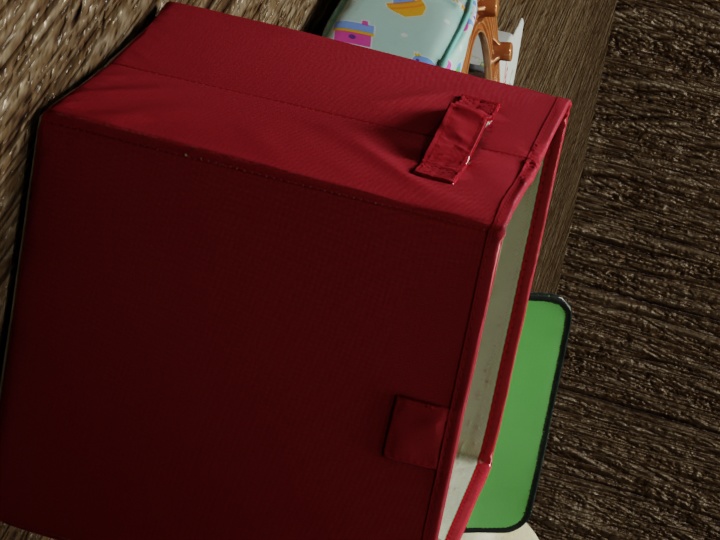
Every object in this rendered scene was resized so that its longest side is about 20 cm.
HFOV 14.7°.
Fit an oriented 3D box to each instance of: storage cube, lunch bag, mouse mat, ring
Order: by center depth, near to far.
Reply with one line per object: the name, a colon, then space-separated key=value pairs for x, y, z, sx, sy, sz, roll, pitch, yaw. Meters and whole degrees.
storage cube: x=-0.031 y=0.015 z=1.107 sx=0.171 sy=0.179 sz=0.201 roll=-58 pitch=161 yaw=-66
mouse mat: x=0.007 y=0.078 z=1.475 sx=0.008 sy=0.199 sz=0.161 roll=-110 pitch=-155 yaw=-53
lunch bag: x=-0.001 y=-0.065 z=1.542 sx=0.200 sy=0.077 sz=0.161 roll=-64 pitch=171 yaw=-49
ring: x=0.077 y=-0.086 z=1.767 sx=0.200 sy=0.019 sz=0.201 roll=3 pitch=90 yaw=-81

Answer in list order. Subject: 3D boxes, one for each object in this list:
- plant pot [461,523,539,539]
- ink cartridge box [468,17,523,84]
plant pot: x=0.020 y=0.226 z=1.696 sx=0.201 sy=0.200 sz=0.184 roll=90 pitch=22 yaw=-60
ink cartridge box: x=0.055 y=-0.097 z=1.908 sx=0.200 sy=0.068 sz=0.115 roll=-60 pitch=161 yaw=-61
